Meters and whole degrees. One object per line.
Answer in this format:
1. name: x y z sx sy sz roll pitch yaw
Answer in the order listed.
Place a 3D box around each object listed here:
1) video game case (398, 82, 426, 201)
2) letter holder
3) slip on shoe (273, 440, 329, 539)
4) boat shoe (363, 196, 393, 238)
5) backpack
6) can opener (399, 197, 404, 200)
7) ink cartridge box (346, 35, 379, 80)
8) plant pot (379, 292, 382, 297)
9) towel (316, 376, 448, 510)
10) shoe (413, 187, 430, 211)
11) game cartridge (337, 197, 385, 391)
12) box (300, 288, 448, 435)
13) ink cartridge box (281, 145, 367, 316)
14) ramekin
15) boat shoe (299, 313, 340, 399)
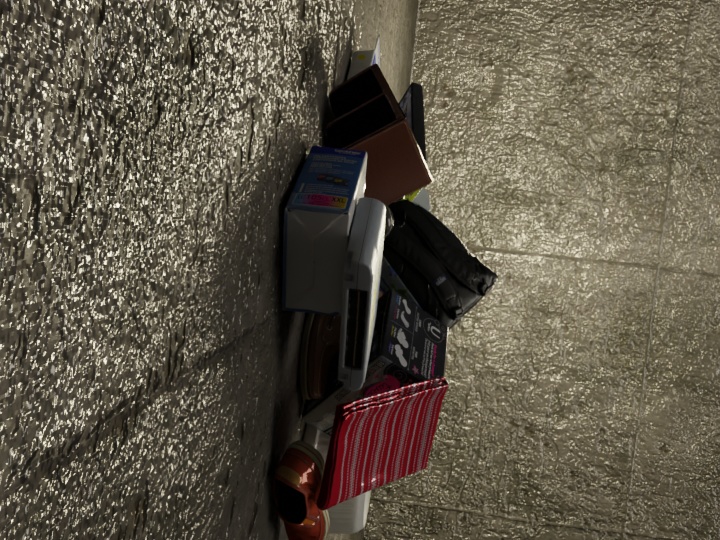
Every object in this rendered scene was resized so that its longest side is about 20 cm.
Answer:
1. video game case: 0.062 -0.184 1.435 0.181 0.025 0.202 127 -32 -53
2. letter holder: 0.006 -0.176 1.220 0.101 0.141 0.200 64 6 24
3. slip on shoe: -0.081 0.298 1.065 0.061 0.073 0.202 -47 151 -41
4. boat shoe: 0.005 -0.061 1.149 0.200 0.065 0.073 159 -80 -67
5. backpack: 0.086 -0.010 1.309 0.163 0.201 0.153 -42 -172 -24
6. can opener: 0.040 -0.185 1.376 0.064 0.077 0.202 74 14 -56
7. ink cartridge box: -0.001 -0.249 1.393 0.199 0.046 0.202 89 7 -46
8. plant pot: 0.059 0.094 1.610 0.201 0.174 0.202 89 -3 -53
9. towel: 0.031 0.216 1.066 0.198 0.022 0.147 -8 118 -44
10. shoe: 0.077 -0.047 1.471 0.091 0.070 0.203 -166 -100 -74
11. game cartridge: 0.002 0.024 0.981 0.134 0.040 0.202 -83 178 -48
12. box: 0.022 0.149 1.214 0.200 0.114 0.133 -43 -156 38
13. ink cartridge box: -0.038 -0.058 1.007 0.201 0.075 0.138 -73 170 -58
14. ramekin: -0.035 0.319 1.339 0.200 0.103 0.203 7 90 -85
15. boat shoe: -0.041 0.082 1.181 0.072 0.067 0.203 69 28 -79
